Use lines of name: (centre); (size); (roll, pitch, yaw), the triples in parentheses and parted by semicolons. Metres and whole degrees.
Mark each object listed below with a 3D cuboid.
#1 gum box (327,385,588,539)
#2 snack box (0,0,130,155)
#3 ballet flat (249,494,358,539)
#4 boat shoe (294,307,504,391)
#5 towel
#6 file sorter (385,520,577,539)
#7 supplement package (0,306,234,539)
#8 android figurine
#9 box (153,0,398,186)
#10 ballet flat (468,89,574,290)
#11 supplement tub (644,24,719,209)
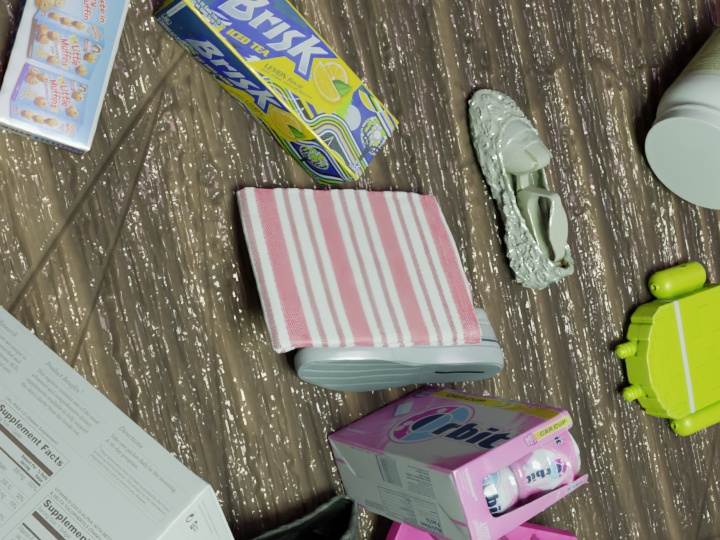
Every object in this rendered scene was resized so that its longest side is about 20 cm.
gum box: (0.075, 0.152, 0.785); (0.113, 0.200, 0.066); (-22, 100, -28)
snack box: (-0.211, -0.192, 0.720); (0.072, 0.024, 0.201); (17, 80, -29)
ballet flat: (-0.053, 0.209, 0.740); (0.057, 0.066, 0.200); (-70, 164, 3)
boat shoe: (0.031, 0.062, 0.849); (0.199, 0.074, 0.067); (5, 59, -31)
towel: (0.000, 0.000, 0.810); (0.199, 0.030, 0.147); (0, 59, -29)
file sorter: (0.117, 0.302, 0.833); (0.199, 0.125, 0.139); (19, 99, -30)
supplement package: (-0.187, 0.139, 0.600); (0.200, 0.156, 0.111); (35, 65, 22)
android figurine: (0.351, 0.086, 1.050); (0.199, 0.041, 0.183); (-16, 98, -31)
box: (-0.065, -0.161, 0.787); (0.200, 0.064, 0.070); (44, 68, -22)
ballet flat: (0.161, -0.080, 0.924); (0.072, 0.072, 0.201); (-23, 100, -30)
supplement tub: (0.404, -0.176, 1.028); (0.200, 0.145, 0.145); (-48, 112, -23)
